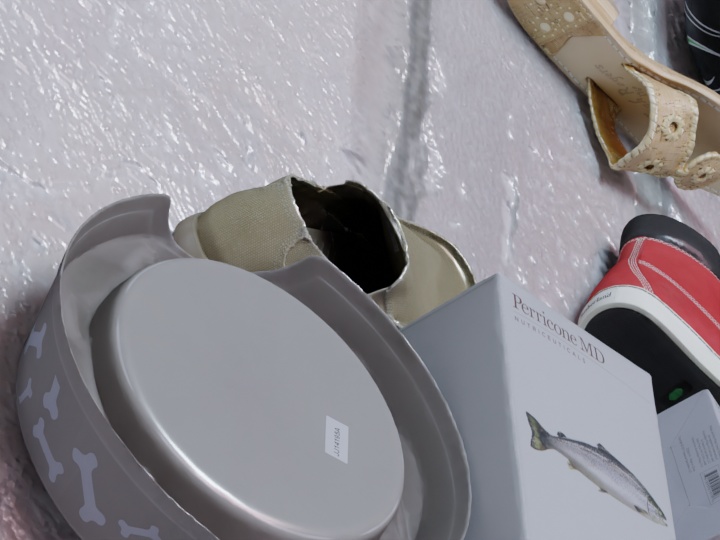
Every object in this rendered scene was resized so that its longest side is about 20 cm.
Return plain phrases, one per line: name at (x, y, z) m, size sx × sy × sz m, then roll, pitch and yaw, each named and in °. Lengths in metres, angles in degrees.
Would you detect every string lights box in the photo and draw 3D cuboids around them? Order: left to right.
string lights box at (0.207, 0.167, 1.304) m, size 0.200 × 0.059 × 0.103 m, roll 53°, pitch 15°, yaw -31°

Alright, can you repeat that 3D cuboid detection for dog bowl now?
dog bowl at (-0.051, 0.063, 1.042) m, size 0.200 × 0.059 × 0.200 m, roll 29°, pitch 35°, yaw -23°

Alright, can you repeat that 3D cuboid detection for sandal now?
sandal at (0.157, -0.091, 1.526) m, size 0.212 × 0.078 × 0.070 m, roll 43°, pitch 53°, yaw -14°

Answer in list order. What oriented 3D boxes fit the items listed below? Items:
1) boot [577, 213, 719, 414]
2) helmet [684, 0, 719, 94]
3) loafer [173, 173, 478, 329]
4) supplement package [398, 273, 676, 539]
boot at (0.211, 0.061, 1.453) m, size 0.200 × 0.072 × 0.144 m, roll 49°, pitch 30°, yaw -9°
helmet at (0.308, -0.177, 1.686) m, size 0.200 × 0.191 × 0.200 m, roll 0°, pitch 90°, yaw -26°
loafer at (0.000, 0.000, 1.196) m, size 0.200 × 0.068 × 0.076 m, roll 7°, pitch 57°, yaw -53°
supplement package at (0.061, 0.126, 1.125) m, size 0.117 × 0.117 × 0.200 m, roll 32°, pitch 39°, yaw -36°
